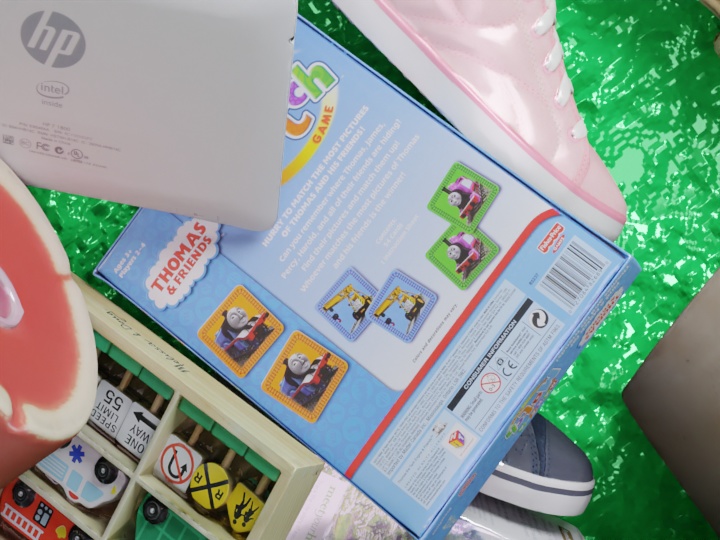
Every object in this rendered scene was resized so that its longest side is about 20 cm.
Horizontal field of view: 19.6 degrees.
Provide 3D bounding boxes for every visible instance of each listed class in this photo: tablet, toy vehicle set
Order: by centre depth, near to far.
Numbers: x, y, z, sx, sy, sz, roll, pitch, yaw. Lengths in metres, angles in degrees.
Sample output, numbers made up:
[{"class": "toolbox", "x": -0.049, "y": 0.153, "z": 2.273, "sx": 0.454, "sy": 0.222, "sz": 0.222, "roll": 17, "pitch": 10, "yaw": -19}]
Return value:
[{"class": "tablet", "x": -0.128, "y": -0.083, "z": 0.879, "sx": 0.199, "sy": 0.014, "sz": 0.131, "roll": 10, "pitch": 131, "yaw": 3}, {"class": "toy vehicle set", "x": -0.122, "y": 0.084, "z": 0.940, "sx": 0.200, "sy": 0.026, "sz": 0.125, "roll": 34, "pitch": 106, "yaw": 25}]

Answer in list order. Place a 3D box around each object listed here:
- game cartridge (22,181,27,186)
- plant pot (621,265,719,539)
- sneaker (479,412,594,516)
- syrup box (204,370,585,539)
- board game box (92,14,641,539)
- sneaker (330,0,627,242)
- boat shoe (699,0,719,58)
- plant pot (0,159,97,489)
[{"class": "game cartridge", "x": -0.198, "y": -0.101, "z": 0.905, "sx": 0.200, "sy": 0.033, "sz": 0.176, "roll": -34, "pitch": 116, "yaw": 31}, {"class": "plant pot", "x": 0.220, "y": 0.070, "z": 0.951, "sx": 0.173, "sy": 0.200, "sz": 0.200, "roll": 40, "pitch": 92, "yaw": 10}, {"class": "sneaker", "x": 0.030, "y": 0.044, "z": 0.979, "sx": 0.199, "sy": 0.078, "sz": 0.080, "roll": 26, "pitch": 99, "yaw": -4}, {"class": "syrup box", "x": 0.005, "y": 0.127, "z": 0.983, "sx": 0.199, "sy": 0.081, "sz": 0.079, "roll": 25, "pitch": 99, "yaw": -7}, {"class": "board game box", "x": 0.000, "y": 0.000, "z": 0.925, "sx": 0.200, "sy": 0.037, "sz": 0.152, "roll": 38, "pitch": 93, "yaw": 19}, {"class": "sneaker", "x": 0.074, "y": -0.109, "z": 0.968, "sx": 0.105, "sy": 0.075, "sz": 0.200, "roll": -44, "pitch": 92, "yaw": 7}, {"class": "boat shoe", "x": 0.165, "y": -0.132, "z": 0.977, "sx": 0.063, "sy": 0.073, "sz": 0.201, "roll": -39, "pitch": 94, "yaw": 8}, {"class": "plant pot", "x": -0.221, "y": 0.039, "z": 0.881, "sx": 0.177, "sy": 0.200, "sz": 0.201, "roll": -23, "pitch": 97, "yaw": 16}]
